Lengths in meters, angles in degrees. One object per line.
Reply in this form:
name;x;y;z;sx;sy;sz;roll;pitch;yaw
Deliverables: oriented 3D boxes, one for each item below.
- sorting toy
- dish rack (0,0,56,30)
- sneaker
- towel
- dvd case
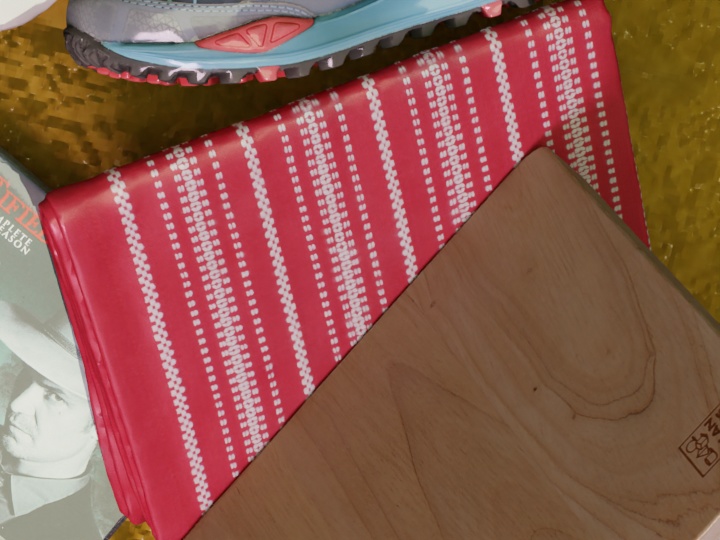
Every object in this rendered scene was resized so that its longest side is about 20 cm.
sorting toy;0.047;0.090;0.911;0.070;0.200;0.199;37;99;-31
dish rack;-0.126;-0.196;0.936;0.172;0.044;0.200;-42;106;1
sneaker;-0.008;-0.119;0.963;0.200;0.079;0.096;-18;100;-15
towel;0.000;0.000;0.978;0.200;0.022;0.145;-21;125;-12
dvd case;-0.153;0.062;0.998;0.146;0.022;0.200;40;94;-15
